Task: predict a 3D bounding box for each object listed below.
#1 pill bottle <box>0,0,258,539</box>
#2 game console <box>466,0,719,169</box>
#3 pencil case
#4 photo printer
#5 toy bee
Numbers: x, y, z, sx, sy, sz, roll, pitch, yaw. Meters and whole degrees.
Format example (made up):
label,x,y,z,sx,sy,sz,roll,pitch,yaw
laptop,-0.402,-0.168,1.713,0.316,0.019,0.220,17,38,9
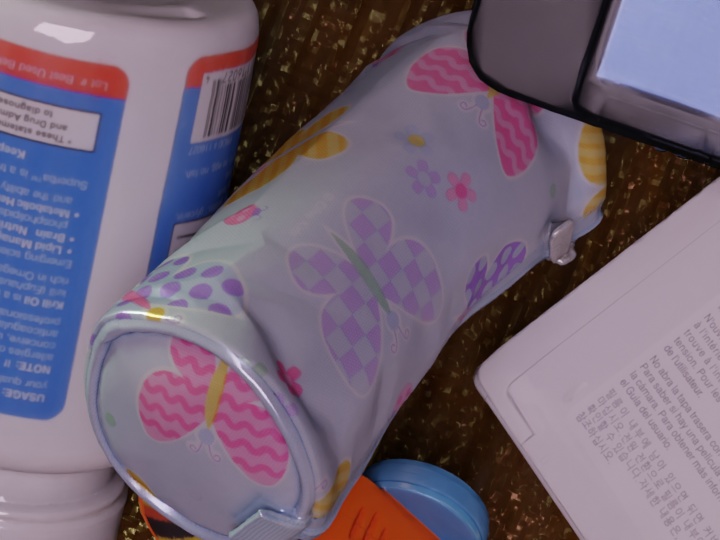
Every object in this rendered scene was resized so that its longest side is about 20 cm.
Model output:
label,x,y,z,sx,sy,sz,roll,pitch,yaw
pill bottle,-0.104,-0.003,0.897,0.112,0.112,0.200,15,109,4
game console,0.134,-0.100,0.773,0.200,0.119,0.172,20,102,11
pencil case,0.000,0.000,0.852,0.083,0.200,0.091,-18,110,45
photo printer,0.158,0.036,0.875,0.200,0.069,0.166,-39,65,10
toy bee,-0.002,0.119,0.908,0.200,0.131,0.109,52,138,0
